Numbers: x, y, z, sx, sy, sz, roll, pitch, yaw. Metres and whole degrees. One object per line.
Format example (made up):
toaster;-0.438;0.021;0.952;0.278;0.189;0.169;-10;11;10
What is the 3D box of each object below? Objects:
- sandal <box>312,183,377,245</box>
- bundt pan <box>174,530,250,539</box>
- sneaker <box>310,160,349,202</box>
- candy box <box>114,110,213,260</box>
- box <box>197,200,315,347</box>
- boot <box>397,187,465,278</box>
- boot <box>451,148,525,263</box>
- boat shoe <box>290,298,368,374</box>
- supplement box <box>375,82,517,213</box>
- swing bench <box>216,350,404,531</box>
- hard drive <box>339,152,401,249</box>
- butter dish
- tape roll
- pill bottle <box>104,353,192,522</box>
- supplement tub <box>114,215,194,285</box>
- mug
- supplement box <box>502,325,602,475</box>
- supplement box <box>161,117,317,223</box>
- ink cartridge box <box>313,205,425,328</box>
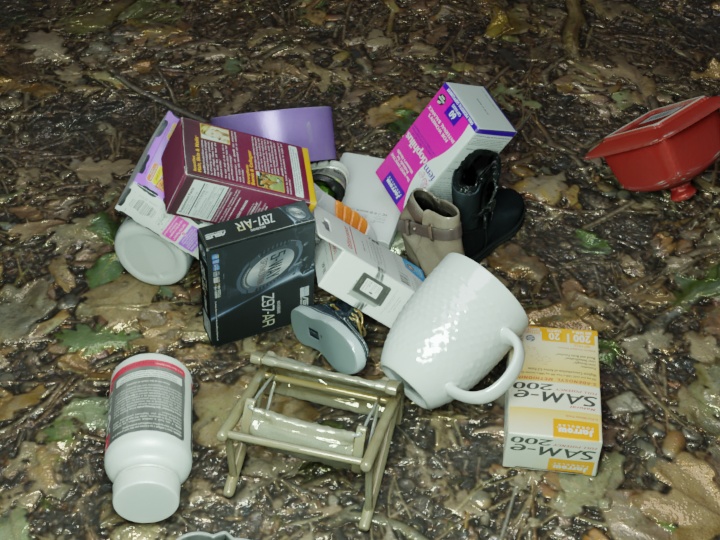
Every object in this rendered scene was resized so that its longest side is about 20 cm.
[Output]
sandal;-0.058;-0.075;1.822;0.206;0.059;0.080;42;64;-15
bundt pan;-0.174;0.399;1.342;0.198;0.076;0.203;0;43;0
sneaker;-0.110;-0.118;1.879;0.197;0.075;0.088;-11;31;0
candy box;-0.233;-0.110;1.739;0.199;0.072;0.169;33;43;-15
box;-0.144;0.007;1.672;0.158;0.202;0.044;-15;49;-19
boot;0.130;-0.025;1.756;0.199;0.148;0.070;34;50;30
boot;0.201;-0.117;1.841;0.076;0.170;0.200;27;48;24
boat shoe;-0.019;0.080;1.657;0.090;0.072;0.200;-18;22;-23
supplement box;0.131;-0.183;1.860;0.103;0.201;0.102;-3;51;-46
swing bench;-0.058;0.196;1.526;0.196;0.131;0.201;10;43;10
hard drive;0.007;-0.113;1.934;0.130;0.027;0.201;11;44;10
butter dish;0.505;-0.184;1.952;0.198;0.149;0.199;-30;10;-29
tape roll;-0.140;-0.211;1.916;0.197;0.086;0.200;-6;5;1
pill bottle;-0.268;0.213;1.513;0.109;0.112;0.202;-3;43;-5
supplement tub;-0.286;-0.084;1.822;0.121;0.124;0.201;10;43;9
mug;0.131;0.100;1.578;0.176;0.148;0.199;-47;46;-12
supplement box;0.257;0.170;1.605;0.124;0.074;0.202;4;43;4
supplement box;-0.170;-0.126;1.667;0.197;0.086;0.111;12;46;-26
ink cartridge box;0.000;0.000;1.693;0.199;0.067;0.116;31;19;-19
